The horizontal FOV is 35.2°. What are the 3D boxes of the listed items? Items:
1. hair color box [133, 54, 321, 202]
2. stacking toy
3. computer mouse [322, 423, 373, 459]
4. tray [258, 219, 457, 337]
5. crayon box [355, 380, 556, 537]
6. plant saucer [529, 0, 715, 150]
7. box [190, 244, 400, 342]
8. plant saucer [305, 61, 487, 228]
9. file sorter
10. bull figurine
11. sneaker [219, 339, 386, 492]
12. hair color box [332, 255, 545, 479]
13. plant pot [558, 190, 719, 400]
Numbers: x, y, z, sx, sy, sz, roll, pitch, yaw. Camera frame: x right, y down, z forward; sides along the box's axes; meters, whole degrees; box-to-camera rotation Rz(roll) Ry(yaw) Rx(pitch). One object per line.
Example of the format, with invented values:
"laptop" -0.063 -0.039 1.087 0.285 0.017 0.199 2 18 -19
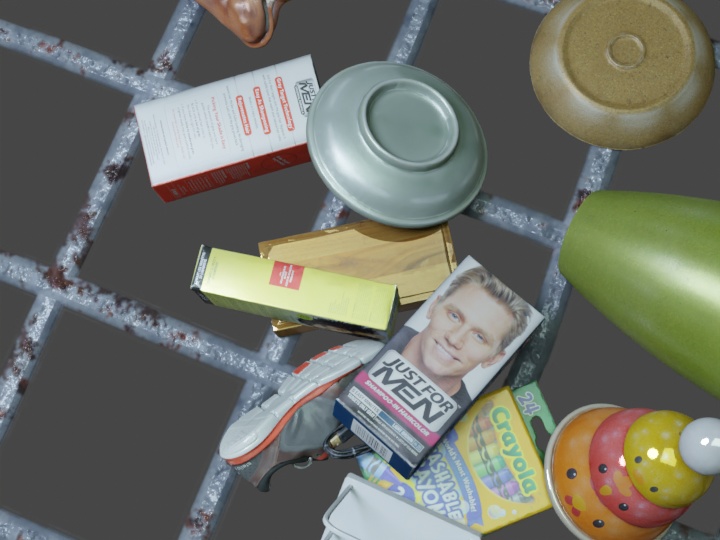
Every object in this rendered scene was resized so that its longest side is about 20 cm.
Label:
"hair color box" -0.134 -0.152 1.226 0.200 0.061 0.102 -15 74 2
"stacking toy" 0.269 0.170 1.024 0.146 0.200 0.146 7 66 -17
"computer mouse" 0.039 0.115 1.126 0.059 0.034 0.200 35 61 25
"tray" 0.000 0.000 1.189 0.200 0.037 0.099 -12 75 1
"crayon box" 0.108 0.198 1.121 0.200 0.052 0.126 -22 75 -1
"plant saucer" 0.284 -0.230 1.220 0.200 0.035 0.201 -1 76 5
"box" -0.063 0.024 1.133 0.200 0.075 0.050 12 77 9
"plant saucer" 0.045 -0.142 1.175 0.200 0.050 0.200 7 64 -15
"file sorter" 0.004 0.317 1.030 0.139 0.125 0.200 23 101 10
"bull figurine" -0.162 -0.337 1.264 0.200 0.065 0.121 39 115 6
"sneaker" -0.046 0.147 1.150 0.200 0.077 0.082 -36 107 -11
"hair color box" 0.075 0.092 1.092 0.100 0.061 0.200 40 70 11
"plant pot" 0.302 0.002 1.103 0.200 0.187 0.187 26 79 26
